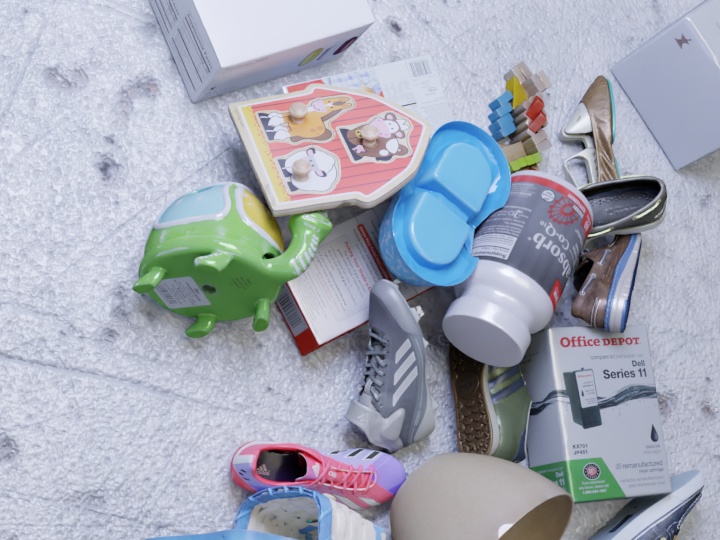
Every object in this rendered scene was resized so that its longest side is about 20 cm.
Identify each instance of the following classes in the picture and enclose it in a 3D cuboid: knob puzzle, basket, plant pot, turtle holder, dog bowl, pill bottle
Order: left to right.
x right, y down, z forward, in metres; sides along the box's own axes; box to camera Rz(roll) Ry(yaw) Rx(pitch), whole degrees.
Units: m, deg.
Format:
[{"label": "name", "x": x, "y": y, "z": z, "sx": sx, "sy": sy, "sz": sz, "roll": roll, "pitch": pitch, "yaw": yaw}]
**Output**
[{"label": "turtle holder", "x": -0.136, "y": -0.026, "z": 1.254, "sx": 0.141, "sy": 0.185, "sz": 0.132, "roll": 30, "pitch": 49, "yaw": -29}, {"label": "basket", "x": -0.089, "y": 0.280, "z": 1.203, "sx": 0.199, "sy": 0.176, "sz": 0.140, "roll": 17, "pitch": 69, "yaw": -39}, {"label": "knob puzzle", "x": -0.020, "y": -0.140, "z": 1.282, "sx": 0.218, "sy": 0.031, "sz": 0.220, "roll": 2, "pitch": 45, "yaw": -2}, {"label": "dog bowl", "x": 0.087, "y": -0.067, "z": 1.324, "sx": 0.111, "sy": 0.050, "sz": 0.201, "roll": 37, "pitch": 59, "yaw": -17}, {"label": "plant pot", "x": 0.108, "y": 0.270, "z": 1.298, "sx": 0.200, "sy": 0.201, "sz": 0.134, "roll": -34, "pitch": 57, "yaw": -27}, {"label": "pill bottle", "x": 0.171, "y": -0.002, "z": 1.356, "sx": 0.116, "sy": 0.116, "sz": 0.201, "roll": 35, "pitch": 62, "yaw": -12}]

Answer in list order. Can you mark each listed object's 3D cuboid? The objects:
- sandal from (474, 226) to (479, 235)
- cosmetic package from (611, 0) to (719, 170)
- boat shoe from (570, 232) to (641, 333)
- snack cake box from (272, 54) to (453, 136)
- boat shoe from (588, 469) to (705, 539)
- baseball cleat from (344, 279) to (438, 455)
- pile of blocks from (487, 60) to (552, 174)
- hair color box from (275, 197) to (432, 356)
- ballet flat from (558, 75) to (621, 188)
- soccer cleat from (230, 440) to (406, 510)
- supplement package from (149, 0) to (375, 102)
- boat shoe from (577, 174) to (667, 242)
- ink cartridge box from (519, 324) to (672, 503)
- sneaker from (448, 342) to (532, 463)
[{"label": "sandal", "x": 0.116, "y": -0.084, "z": 1.412, "sx": 0.200, "sy": 0.048, "sz": 0.076, "roll": 21, "pitch": 48, "yaw": -46}, {"label": "cosmetic package", "x": 0.472, "y": -0.267, "z": 1.593, "sx": 0.200, "sy": 0.166, "sz": 0.168, "roll": -34, "pitch": 91, "yaw": -28}, {"label": "boat shoe", "x": 0.292, "y": 0.001, "z": 1.471, "sx": 0.072, "sy": 0.073, "sz": 0.200, "roll": 10, "pitch": 27, "yaw": 13}, {"label": "snack cake box", "x": 0.004, "y": -0.167, "z": 1.414, "sx": 0.199, "sy": 0.067, "sz": 0.116, "roll": -16, "pitch": 85, "yaw": -26}, {"label": "boat shoe", "x": 0.340, "y": 0.320, "z": 1.441, "sx": 0.200, "sy": 0.071, "sz": 0.091, "roll": -32, "pitch": 92, "yaw": -20}, {"label": "baseball cleat", "x": 0.026, "y": 0.112, "z": 1.315, "sx": 0.106, "sy": 0.070, "sz": 0.201, "roll": -28, "pitch": 117, "yaw": -23}, {"label": "pile of blocks", "x": 0.195, "y": -0.167, "z": 1.502, "sx": 0.082, "sy": 0.062, "sz": 0.201, "roll": 5, "pitch": 74, "yaw": -23}, {"label": "hair color box", "x": 0.000, "y": 0.000, "z": 1.372, "sx": 0.199, "sy": 0.064, "sz": 0.111, "roll": -26, "pitch": 86, "yaw": -26}, {"label": "ballet flat", "x": 0.287, "y": -0.147, "z": 1.545, "sx": 0.072, "sy": 0.068, "sz": 0.201, "roll": -4, "pitch": 82, "yaw": -6}, {"label": "soccer cleat", "x": -0.038, "y": 0.213, "z": 1.291, "sx": 0.199, "sy": 0.076, "sz": 0.067, "roll": 10, "pitch": 76, "yaw": -20}, {"label": "supplement package", "x": -0.114, "y": -0.300, "z": 1.371, "sx": 0.199, "sy": 0.111, "sz": 0.157, "roll": -22, "pitch": 86, "yaw": -26}, {"label": "boat shoe", "x": 0.266, "y": -0.068, "z": 1.469, "sx": 0.200, "sy": 0.060, "sz": 0.072, "roll": -14, "pitch": 62, "yaw": 1}, {"label": "ink cartridge box", "x": 0.269, "y": 0.167, "z": 1.436, "sx": 0.146, "sy": 0.083, "sz": 0.201, "roll": -1, "pitch": 76, "yaw": -25}, {"label": "sneaker", "x": 0.154, "y": 0.130, "z": 1.412, "sx": 0.090, "sy": 0.067, "sz": 0.201, "roll": 24, "pitch": 56, "yaw": -40}]
